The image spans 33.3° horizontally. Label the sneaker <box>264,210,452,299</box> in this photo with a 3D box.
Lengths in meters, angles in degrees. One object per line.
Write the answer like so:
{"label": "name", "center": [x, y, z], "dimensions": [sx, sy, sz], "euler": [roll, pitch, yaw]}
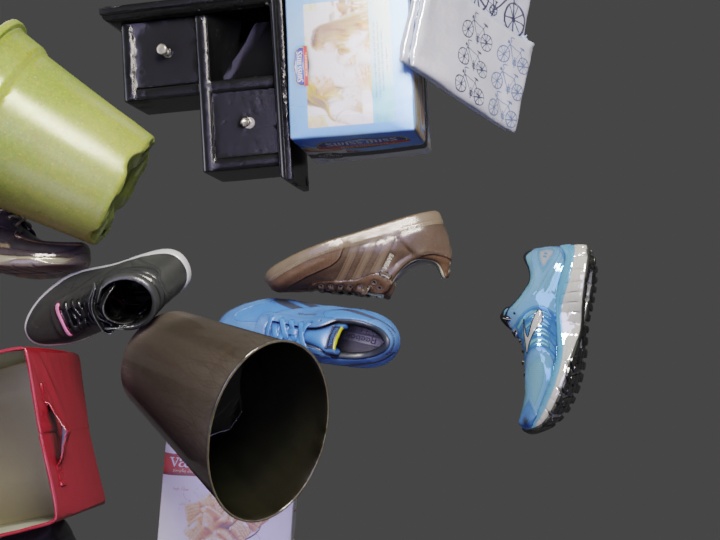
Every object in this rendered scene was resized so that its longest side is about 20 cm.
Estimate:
{"label": "sneaker", "center": [0.000, 0.000, 1.262], "dimensions": [0.199, 0.070, 0.076], "euler": [-19, 85, 2]}

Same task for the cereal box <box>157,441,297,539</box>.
{"label": "cereal box", "center": [-0.141, 0.281, 1.260], "dimensions": [0.143, 0.040, 0.202], "euler": [3, 85, 4]}

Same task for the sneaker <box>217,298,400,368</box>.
{"label": "sneaker", "center": [-0.057, 0.064, 1.257], "dimensions": [0.198, 0.078, 0.067], "euler": [5, 87, 6]}

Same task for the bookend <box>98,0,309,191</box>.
{"label": "bookend", "center": [-0.163, -0.181, 1.273], "dimensions": [0.198, 0.092, 0.201], "euler": [-4, 86, 9]}

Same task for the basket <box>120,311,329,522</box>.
{"label": "basket", "center": [-0.143, 0.122, 1.186], "dimensions": [0.135, 0.199, 0.182], "euler": [-7, 111, -37]}

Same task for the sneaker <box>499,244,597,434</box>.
{"label": "sneaker", "center": [0.189, 0.070, 1.254], "dimensions": [0.089, 0.078, 0.202], "euler": [8, 82, 23]}

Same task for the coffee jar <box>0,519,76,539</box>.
{"label": "coffee jar", "center": [-0.322, 0.365, 1.242], "dimensions": [0.104, 0.085, 0.201], "euler": [-19, 85, 5]}

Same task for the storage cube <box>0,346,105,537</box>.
{"label": "storage cube", "center": [-0.374, 0.180, 1.216], "dimensions": [0.198, 0.180, 0.172], "euler": [-13, 84, 2]}

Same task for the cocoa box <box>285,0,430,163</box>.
{"label": "cocoa box", "center": [-0.003, -0.224, 1.248], "dimensions": [0.132, 0.131, 0.202], "euler": [-3, 84, 9]}

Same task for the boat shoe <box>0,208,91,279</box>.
{"label": "boat shoe", "center": [-0.388, -0.035, 1.289], "dimensions": [0.198, 0.075, 0.074], "euler": [4, 79, -2]}

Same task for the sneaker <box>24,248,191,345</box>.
{"label": "sneaker", "center": [-0.279, 0.037, 1.249], "dimensions": [0.199, 0.099, 0.071], "euler": [-21, 100, 14]}

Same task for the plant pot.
{"label": "plant pot", "center": [-0.322, -0.127, 1.248], "dimensions": [0.183, 0.200, 0.201], "euler": [28, 87, -5]}

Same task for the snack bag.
{"label": "snack bag", "center": [0.121, -0.267, 1.234], "dimensions": [0.021, 0.188, 0.202], "euler": [1, 73, 43]}
